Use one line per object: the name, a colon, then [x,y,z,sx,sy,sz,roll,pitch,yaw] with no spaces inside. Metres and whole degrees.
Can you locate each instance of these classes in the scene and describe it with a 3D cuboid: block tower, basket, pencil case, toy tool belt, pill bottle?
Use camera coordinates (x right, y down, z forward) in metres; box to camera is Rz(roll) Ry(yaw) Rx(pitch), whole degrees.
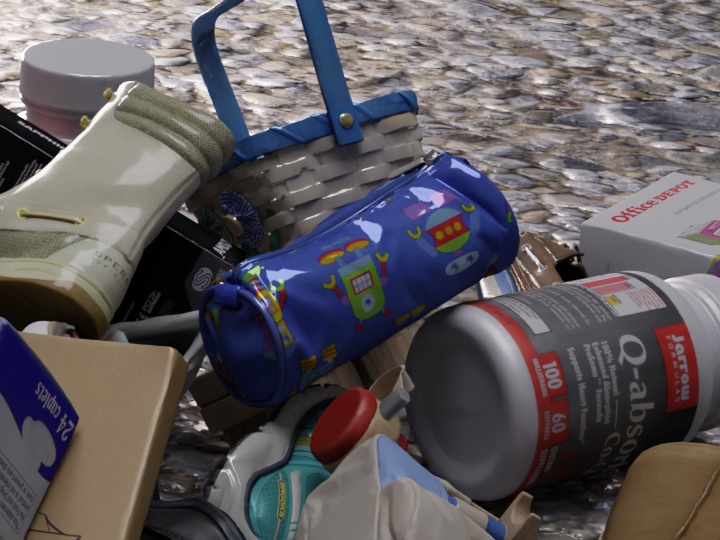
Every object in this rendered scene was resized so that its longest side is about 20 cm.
block tower: [-0.023,0.054,1.642,0.058,0.054,0.200,-25,1,36]
basket: [-0.041,-0.083,1.639,0.139,0.200,0.176,-13,-8,-22]
pencil case: [0.000,0.000,1.516,0.200,0.087,0.078,-31,21,-33]
toy tool belt: [0.033,0.150,1.367,0.123,0.125,0.200,39,19,-20]
pill bottle: [-0.174,-0.038,1.674,0.112,0.200,0.112,3,20,-1]
pill bottle: [0.135,0.062,1.590,0.200,0.116,0.116,-11,26,-34]

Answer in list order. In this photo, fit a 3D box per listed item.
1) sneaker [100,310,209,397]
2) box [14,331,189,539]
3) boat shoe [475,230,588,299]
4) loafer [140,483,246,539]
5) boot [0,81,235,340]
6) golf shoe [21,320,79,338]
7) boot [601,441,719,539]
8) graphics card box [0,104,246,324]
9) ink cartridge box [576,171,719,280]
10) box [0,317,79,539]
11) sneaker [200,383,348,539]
sneaker: [-0.158,0.067,1.471,0.200,0.088,0.075,-32,84,-44]
box: [-0.184,0.121,1.306,0.163,0.021,0.200,5,61,18]
boat shoe: [0.115,0.017,1.761,0.072,0.072,0.200,-13,32,1]
loafer: [-0.113,0.153,1.380,0.072,0.073,0.200,-19,20,-29]
boot: [-0.176,-0.038,1.516,0.200,0.072,0.155,9,54,43]
golf shoe: [-0.202,0.103,1.372,0.092,0.073,0.200,10,54,14]
boot: [0.205,0.153,1.438,0.175,0.066,0.200,12,20,17]
graphics card box: [-0.183,-0.006,1.593,0.200,0.126,0.051,31,12,2]
ink cartridge box: [0.260,0.009,1.804,0.200,0.085,0.145,15,23,29]
box: [-0.264,0.109,1.259,0.184,0.105,0.200,13,65,22]
sneaker: [-0.034,0.124,1.485,0.080,0.078,0.200,36,23,5]
